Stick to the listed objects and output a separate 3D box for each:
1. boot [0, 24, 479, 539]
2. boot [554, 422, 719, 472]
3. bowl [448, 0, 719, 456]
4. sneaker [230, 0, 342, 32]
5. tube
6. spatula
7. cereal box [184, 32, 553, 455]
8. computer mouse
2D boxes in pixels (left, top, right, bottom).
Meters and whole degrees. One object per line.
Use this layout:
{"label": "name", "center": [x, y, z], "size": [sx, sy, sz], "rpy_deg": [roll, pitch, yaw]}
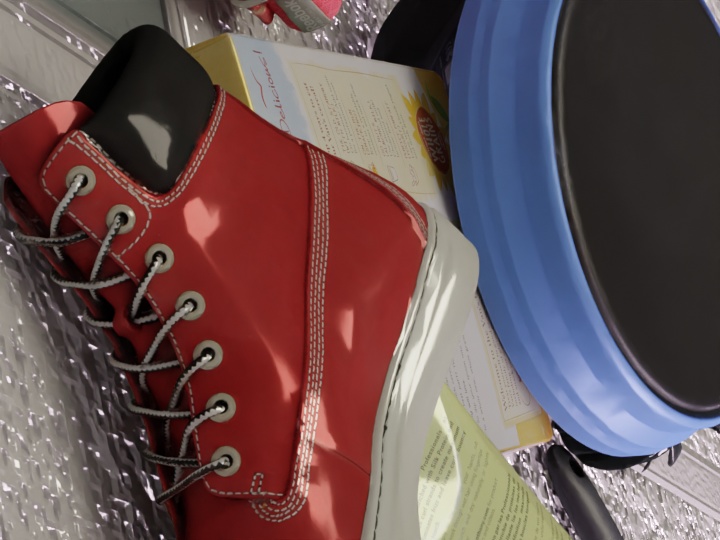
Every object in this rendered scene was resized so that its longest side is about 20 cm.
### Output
{"label": "boot", "center": [-0.051, 0.035, 0.694], "size": [0.144, 0.072, 0.200], "rpy_deg": [34, 49, -27]}
{"label": "boot", "center": [0.107, -0.009, 1.119], "size": [0.162, 0.073, 0.199], "rpy_deg": [-13, 86, -71]}
{"label": "bowl", "center": [0.101, -0.032, 0.987], "size": [0.200, 0.039, 0.201], "rpy_deg": [26, 59, -53]}
{"label": "sneaker", "center": [-0.030, -0.120, 0.866], "size": [0.087, 0.074, 0.200], "rpy_deg": [70, 20, -5]}
{"label": "tube", "center": [0.048, 0.103, 0.836], "size": [0.200, 0.052, 0.058], "rpy_deg": [47, 16, -47]}
{"label": "spatula", "center": [0.119, 0.160, 1.061], "size": [0.201, 0.020, 0.057], "rpy_deg": [67, 21, -5]}
{"label": "cereal box", "center": [0.000, 0.000, 0.875], "size": [0.200, 0.039, 0.144], "rpy_deg": [0, 73, -69]}
{"label": "computer mouse", "center": [0.061, -0.138, 1.025], "size": [0.200, 0.034, 0.059], "rpy_deg": [-53, 161, -18]}
